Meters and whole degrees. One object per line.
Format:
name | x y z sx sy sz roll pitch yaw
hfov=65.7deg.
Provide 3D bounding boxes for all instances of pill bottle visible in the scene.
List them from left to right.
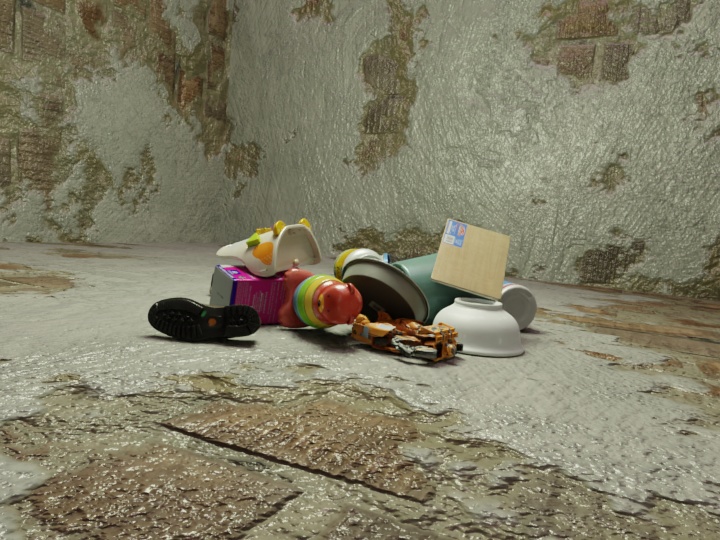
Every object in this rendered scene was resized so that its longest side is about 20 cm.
pill bottle | 0.000 0.000 1.443 0.112 0.114 0.200 4 2 -14
pill bottle | 0.354 0.080 1.414 0.111 0.113 0.200 4 6 -10

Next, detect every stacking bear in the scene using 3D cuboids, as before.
stacking bear | -0.067 0.061 1.071 0.113 0.123 0.199 9 -4 -29

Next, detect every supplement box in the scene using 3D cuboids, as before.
supplement box | -0.206 0.051 1.192 0.199 0.104 0.101 2 16 -38

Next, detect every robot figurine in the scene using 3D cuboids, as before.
robot figurine | 0.087 0.119 1.016 0.199 0.059 0.144 8 7 38

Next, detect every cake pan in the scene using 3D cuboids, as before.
cake pan | 0.041 0.059 1.120 0.199 0.201 0.037 8 49 35

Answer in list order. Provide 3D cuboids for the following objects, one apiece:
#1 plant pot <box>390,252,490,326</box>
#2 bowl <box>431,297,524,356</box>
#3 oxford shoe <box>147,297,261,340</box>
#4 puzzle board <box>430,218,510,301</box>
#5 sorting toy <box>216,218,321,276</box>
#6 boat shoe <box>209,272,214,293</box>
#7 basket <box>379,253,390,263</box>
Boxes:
plant pot | 0.166 0.046 1.270 0.194 0.202 0.200 -6 9 -25
bowl | 0.235 0.107 1.128 0.199 0.091 0.201 5 5 0
oxford shoe | -0.276 0.093 0.994 0.198 0.073 0.084 8 -11 -1
puzzle board | 0.244 -0.026 1.220 0.149 0.017 0.201 17 47 6
sorting toy | -0.214 -0.049 1.228 0.178 0.108 0.200 -5 5 25
boat shoe | -0.345 0.032 1.561 0.071 0.066 0.200 5 4 27
basket | 0.095 0.016 1.750 0.198 0.141 0.176 -4 5 2
